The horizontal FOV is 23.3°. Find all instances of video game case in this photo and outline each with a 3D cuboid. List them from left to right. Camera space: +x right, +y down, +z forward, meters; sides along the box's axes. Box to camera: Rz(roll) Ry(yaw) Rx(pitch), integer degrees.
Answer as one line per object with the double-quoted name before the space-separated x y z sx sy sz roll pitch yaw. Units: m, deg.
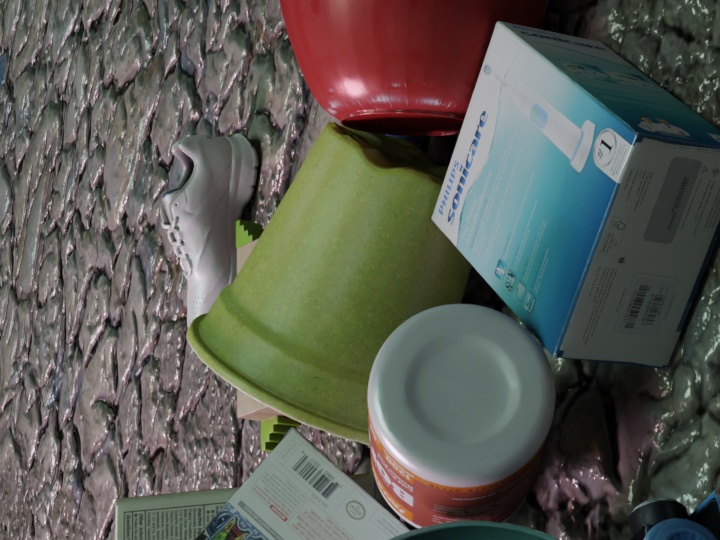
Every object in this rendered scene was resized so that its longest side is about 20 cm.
"video game case" -0.032 0.238 1.194 0.200 0.036 0.181 38 82 22

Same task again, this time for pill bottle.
"pill bottle" 0.061 0.105 1.104 0.200 0.112 0.113 87 180 -68

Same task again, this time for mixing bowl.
"mixing bowl" 0.034 -0.153 1.203 0.200 0.200 0.109 -6 79 64

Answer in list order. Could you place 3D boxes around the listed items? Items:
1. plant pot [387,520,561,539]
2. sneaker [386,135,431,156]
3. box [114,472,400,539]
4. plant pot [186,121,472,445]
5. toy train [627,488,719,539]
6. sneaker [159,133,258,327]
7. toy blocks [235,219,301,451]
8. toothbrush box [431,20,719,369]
"plant pot" 0.069 0.271 1.043 0.201 0.200 0.134 -113 12 -47
"sneaker" 0.019 -0.091 1.336 0.078 0.075 0.201 -154 65 -72
"box" -0.072 0.231 1.285 0.109 0.199 0.128 60 -154 -66
"plant pot" 0.000 0.000 1.253 0.185 0.200 0.200 -67 28 13
"toy train" 0.190 0.206 0.863 0.087 0.114 0.201 119 149 -51
"sneaker" -0.156 -0.037 1.696 0.074 0.087 0.201 -7 78 62
"toy blocks" -0.044 0.039 1.452 0.137 0.100 0.201 -23 62 48
"toothbrush box" 0.135 -0.051 1.088 0.200 0.085 0.147 50 128 56
